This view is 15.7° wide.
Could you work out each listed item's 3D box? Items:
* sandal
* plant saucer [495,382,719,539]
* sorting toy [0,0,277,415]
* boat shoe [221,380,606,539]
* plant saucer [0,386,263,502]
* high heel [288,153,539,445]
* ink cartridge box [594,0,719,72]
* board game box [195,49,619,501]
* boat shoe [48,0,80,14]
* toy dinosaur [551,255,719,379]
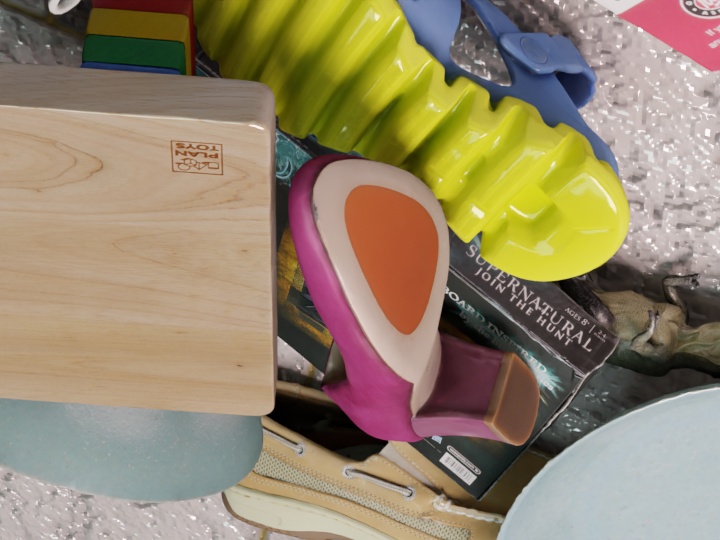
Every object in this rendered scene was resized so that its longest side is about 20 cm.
[{"bbox_3d":[0.017,-0.080,0.960,0.200,0.087,0.079,39,128,-17],"label":"sandal"},{"bbox_3d":[0.152,0.107,1.098,0.200,0.039,0.202,-3,131,-3],"label":"plant saucer"},{"bbox_3d":[-0.128,-0.031,0.957,0.199,0.070,0.199,4,148,1],"label":"sorting toy"},{"bbox_3d":[0.025,0.088,1.169,0.199,0.072,0.076,7,121,19],"label":"boat shoe"},{"bbox_3d":[-0.127,0.024,1.109,0.199,0.200,0.036,26,112,2],"label":"plant saucer"},{"bbox_3d":[-0.009,0.014,0.968,0.096,0.068,0.200,9,153,28],"label":"high heel"},{"bbox_3d":[0.086,-0.161,0.798,0.199,0.086,0.147,25,147,-26],"label":"ink cartridge box"},{"bbox_3d":[0.000,0.000,1.071,0.200,0.028,0.135,39,149,3],"label":"board game box"},{"bbox_3d":[-0.102,-0.128,0.859,0.198,0.068,0.074,-6,148,-14],"label":"boat shoe"},{"bbox_3d":[0.081,0.008,1.064,0.199,0.048,0.088,6,144,29],"label":"toy dinosaur"}]
